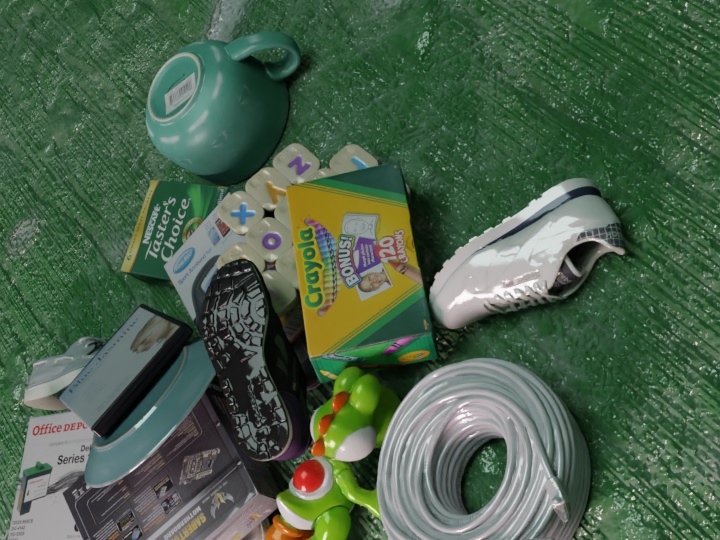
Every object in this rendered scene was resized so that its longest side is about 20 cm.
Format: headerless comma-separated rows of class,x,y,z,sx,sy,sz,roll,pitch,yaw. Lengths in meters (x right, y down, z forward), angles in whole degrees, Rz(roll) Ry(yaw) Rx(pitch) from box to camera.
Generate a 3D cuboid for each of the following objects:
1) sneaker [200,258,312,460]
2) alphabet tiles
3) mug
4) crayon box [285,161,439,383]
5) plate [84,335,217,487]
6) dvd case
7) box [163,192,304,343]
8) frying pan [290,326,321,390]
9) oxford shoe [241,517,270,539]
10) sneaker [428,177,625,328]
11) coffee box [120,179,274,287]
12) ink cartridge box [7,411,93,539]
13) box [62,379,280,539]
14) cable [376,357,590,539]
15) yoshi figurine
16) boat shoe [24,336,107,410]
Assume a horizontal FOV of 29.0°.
sneaker,-0.097,0.089,1.367,0.076,0.088,0.200,-18,76,23
alphabet tiles,-0.047,-0.042,1.432,0.200,0.015,0.196,-42,60,-13
mug,-0.170,-0.204,1.620,0.152,0.114,0.185,18,84,46
crayon box,0.000,0.000,1.354,0.119,0.058,0.200,-13,59,4
plate,-0.215,0.133,1.408,0.200,0.026,0.200,-41,19,17
dvd case,-0.253,0.102,1.484,0.143,0.018,0.200,-50,19,-11
box,-0.135,0.012,1.485,0.119,0.041,0.200,-47,56,18
frying pan,-0.031,0.065,1.431,0.190,0.031,0.115,-10,66,43
oxford shoe,-0.165,0.317,1.413,0.200,0.058,0.075,-45,45,16
sneaker,0.147,0.001,1.266,0.200,0.076,0.081,-39,58,25
coffee box,-0.186,-0.037,1.605,0.200,0.044,0.123,11,79,44
ink cartridge box,-0.313,0.259,1.555,0.146,0.084,0.200,-13,63,38
box,-0.191,0.227,1.400,0.200,0.048,0.158,-42,56,11
cable,0.106,0.177,1.221,0.200,0.069,0.200,-24,55,34
yoshi figurine,-0.012,0.188,1.326,0.112,0.112,0.200,-80,10,-78
boat shoe,-0.329,0.113,1.649,0.201,0.070,0.072,-19,62,39
